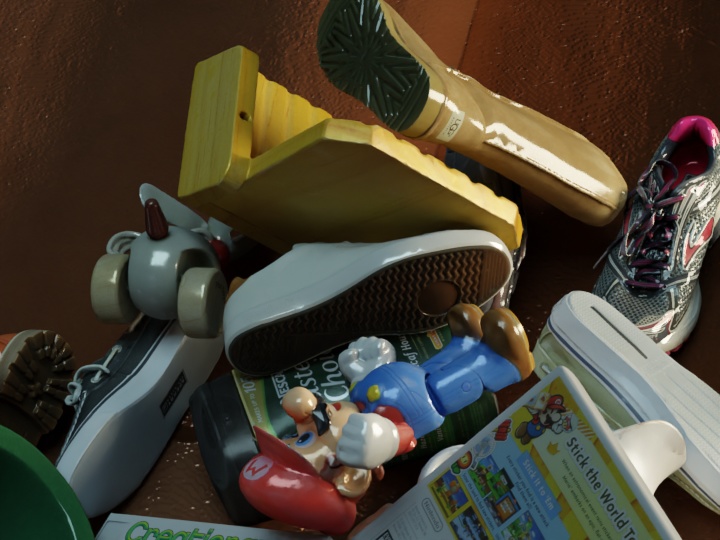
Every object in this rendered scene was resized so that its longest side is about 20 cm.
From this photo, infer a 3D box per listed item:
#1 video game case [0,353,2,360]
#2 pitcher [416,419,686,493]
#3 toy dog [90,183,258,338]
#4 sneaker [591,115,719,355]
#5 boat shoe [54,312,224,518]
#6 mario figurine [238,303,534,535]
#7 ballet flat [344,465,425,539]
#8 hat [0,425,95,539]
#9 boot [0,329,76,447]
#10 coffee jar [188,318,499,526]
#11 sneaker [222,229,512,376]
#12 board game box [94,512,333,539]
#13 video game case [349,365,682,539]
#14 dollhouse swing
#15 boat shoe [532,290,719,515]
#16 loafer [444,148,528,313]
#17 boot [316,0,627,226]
[{"bbox_3d":[-0.359,0.119,1.263,0.199,0.023,0.182,-29,4,34],"label":"video game case"},{"bbox_3d":[0.116,0.193,1.130,0.170,0.122,0.202,-1,55,7],"label":"pitcher"},{"bbox_3d":[-0.125,-0.028,1.358,0.130,0.097,0.200,-2,23,-3],"label":"toy dog"},{"bbox_3d":[0.209,-0.023,1.338,0.080,0.075,0.201,10,53,20],"label":"sneaker"},{"bbox_3d":[-0.171,0.090,1.331,0.068,0.074,0.200,11,51,26],"label":"boat shoe"},{"bbox_3d":[0.006,0.078,1.166,0.199,0.124,0.106,-34,68,-20],"label":"mario figurine"},{"bbox_3d":[0.043,0.167,1.213,0.200,0.071,0.067,-38,49,-20],"label":"ballet flat"},{"bbox_3d":[-0.292,0.201,1.236,0.165,0.176,0.201,-22,74,-51],"label":"hat"},{"bbox_3d":[-0.287,0.132,1.335,0.106,0.075,0.201,1,52,39],"label":"boot"},{"bbox_3d":[-0.013,0.095,1.280,0.198,0.086,0.105,-21,47,-5],"label":"coffee jar"},{"bbox_3d":[0.000,0.000,1.260,0.198,0.073,0.085,-16,41,3],"label":"sneaker"},{"bbox_3d":[-0.113,0.219,1.188,0.199,0.035,0.127,-1,46,39],"label":"board game box"},{"bbox_3d":[0.091,0.177,1.072,0.182,0.023,0.201,-41,42,11],"label":"video game case"},{"bbox_3d":[0.005,-0.087,1.312,0.176,0.199,0.183,-37,37,40],"label":"dollhouse swing"},{"bbox_3d":[0.194,0.098,1.245,0.072,0.062,0.200,-13,53,-48],"label":"boat shoe"},{"bbox_3d":[0.102,-0.034,1.381,0.063,0.072,0.201,21,45,-23],"label":"loafer"},{"bbox_3d":[0.076,-0.113,1.337,0.066,0.199,0.176,-52,42,20],"label":"boot"}]
